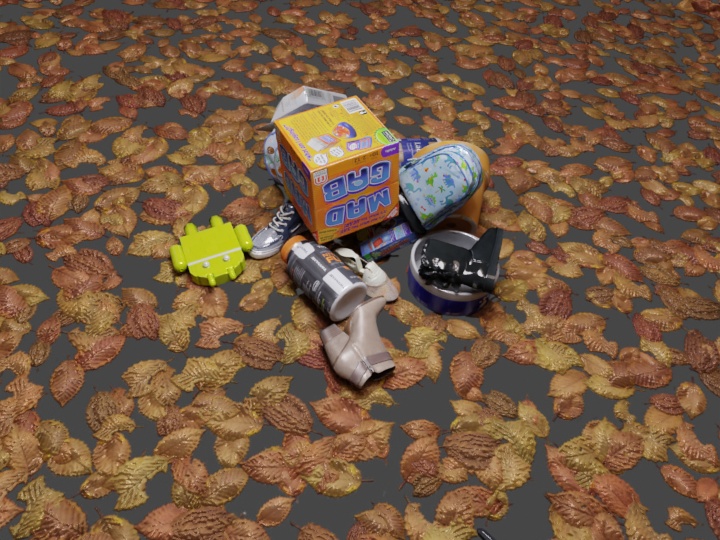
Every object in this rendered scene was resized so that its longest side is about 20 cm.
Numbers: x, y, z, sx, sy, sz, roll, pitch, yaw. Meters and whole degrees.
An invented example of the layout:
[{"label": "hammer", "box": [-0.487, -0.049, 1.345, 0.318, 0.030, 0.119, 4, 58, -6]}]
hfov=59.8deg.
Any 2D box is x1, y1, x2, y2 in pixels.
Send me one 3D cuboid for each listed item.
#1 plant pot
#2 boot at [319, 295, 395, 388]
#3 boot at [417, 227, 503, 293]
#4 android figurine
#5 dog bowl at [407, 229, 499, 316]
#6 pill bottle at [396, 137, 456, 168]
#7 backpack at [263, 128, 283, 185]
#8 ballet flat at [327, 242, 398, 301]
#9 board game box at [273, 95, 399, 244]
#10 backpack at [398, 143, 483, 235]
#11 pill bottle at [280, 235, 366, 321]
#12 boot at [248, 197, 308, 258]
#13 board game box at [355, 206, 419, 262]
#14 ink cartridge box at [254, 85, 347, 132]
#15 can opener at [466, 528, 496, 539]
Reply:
[{"label": "plant pot", "box": [0.218, -0.179, 1.519, 0.199, 0.200, 0.184, 4, 62, -4]}, {"label": "boot", "box": [0.018, 0.148, 1.268, 0.200, 0.070, 0.146, -31, 64, -29]}, {"label": "boot", "box": [0.217, -0.036, 1.349, 0.162, 0.074, 0.199, 13, 48, 10]}, {"label": "android figurine", "box": [-0.331, -0.042, 1.399, 0.181, 0.041, 0.200, -17, 50, -13]}, {"label": "dog bowl", "box": [0.207, 0.004, 1.410, 0.199, 0.079, 0.201, 3, 47, -4]}, {"label": "pill bottle", "box": [0.159, -0.291, 1.651, 0.199, 0.116, 0.116, -5, 48, -11]}, {"label": "backpack", "box": [-0.145, -0.286, 1.565, 0.190, 0.201, 0.154, 5, 30, 18]}, {"label": "ballet flat", "box": [0.000, 0.000, 1.394, 0.199, 0.067, 0.068, 30, 51, 19]}, {"label": "board game box", "box": [-0.050, -0.219, 1.357, 0.199, 0.200, 0.200, -21, 50, -16]}, {"label": "backpack", "box": [0.172, -0.190, 1.367, 0.199, 0.154, 0.164, -27, 87, 16]}, {"label": "pill bottle", "box": [-0.087, 0.009, 1.348, 0.106, 0.107, 0.200, -30, 58, -30]}, {"label": "boot", "box": [-0.185, -0.112, 1.457, 0.073, 0.091, 0.200, 33, 51, 21]}, {"label": "board game box", "box": [0.050, -0.124, 1.493, 0.135, 0.034, 0.201, -25, 49, 12]}, {"label": "ink cartridge box", "box": [-0.153, -0.405, 1.602, 0.162, 0.199, 0.050, -7, 87, -51]}, {"label": "can opener", "box": [0.247, 0.488, 0.980, 0.063, 0.079, 0.200, -27, 46, -19]}]
